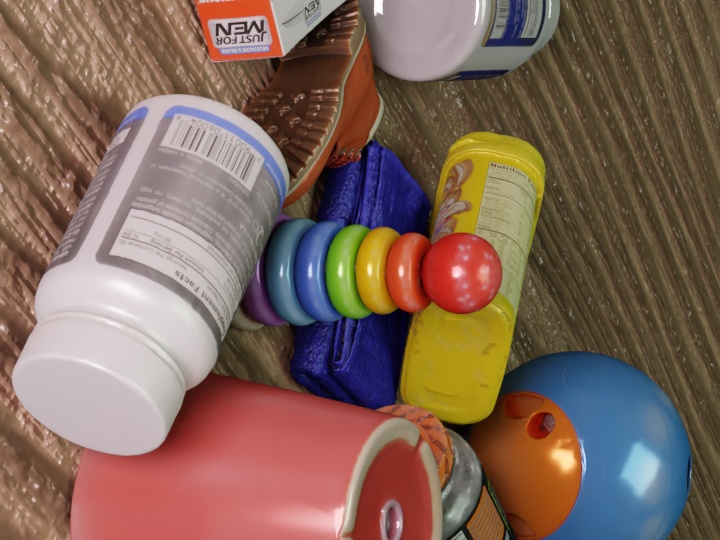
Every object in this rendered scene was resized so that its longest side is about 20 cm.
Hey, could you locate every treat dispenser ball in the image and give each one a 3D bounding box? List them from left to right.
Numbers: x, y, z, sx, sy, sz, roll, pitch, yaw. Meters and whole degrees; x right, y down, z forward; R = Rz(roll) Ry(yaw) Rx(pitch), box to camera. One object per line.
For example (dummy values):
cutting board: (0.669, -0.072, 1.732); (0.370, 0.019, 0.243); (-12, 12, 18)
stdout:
treat dispenser ball: (0.190, 0.171, 1.618); (0.201, 0.200, 0.201); (-2, 92, -63)

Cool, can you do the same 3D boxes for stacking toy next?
stacking toy: (0.000, 0.000, 1.246); (0.085, 0.200, 0.086); (0, 90, -62)

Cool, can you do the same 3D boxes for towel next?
towel: (0.008, 0.011, 1.428); (0.148, 0.049, 0.200); (41, 54, -55)

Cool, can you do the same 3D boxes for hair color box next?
hair color box: (-0.077, -0.255, 1.243); (0.111, 0.064, 0.200); (-50, 132, -53)

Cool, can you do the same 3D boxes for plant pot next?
plant pot: (-0.055, 0.159, 1.167); (0.200, 0.177, 0.201); (1, 89, -63)

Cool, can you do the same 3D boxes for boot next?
boot: (-0.030, -0.098, 1.330); (0.107, 0.075, 0.200); (71, 32, -41)

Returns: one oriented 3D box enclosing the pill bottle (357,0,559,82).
pill bottle: (0.086, -0.215, 1.501); (0.200, 0.119, 0.120); (-13, 102, -63)

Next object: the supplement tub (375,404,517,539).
supplement tub: (0.052, 0.203, 1.438); (0.200, 0.122, 0.123); (64, 37, -41)

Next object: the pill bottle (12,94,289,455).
pill bottle: (-0.125, 0.002, 1.098); (0.114, 0.114, 0.200); (62, 39, -43)

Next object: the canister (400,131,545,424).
canister: (0.090, 0.006, 1.478); (0.200, 0.086, 0.149); (-75, 176, -48)
